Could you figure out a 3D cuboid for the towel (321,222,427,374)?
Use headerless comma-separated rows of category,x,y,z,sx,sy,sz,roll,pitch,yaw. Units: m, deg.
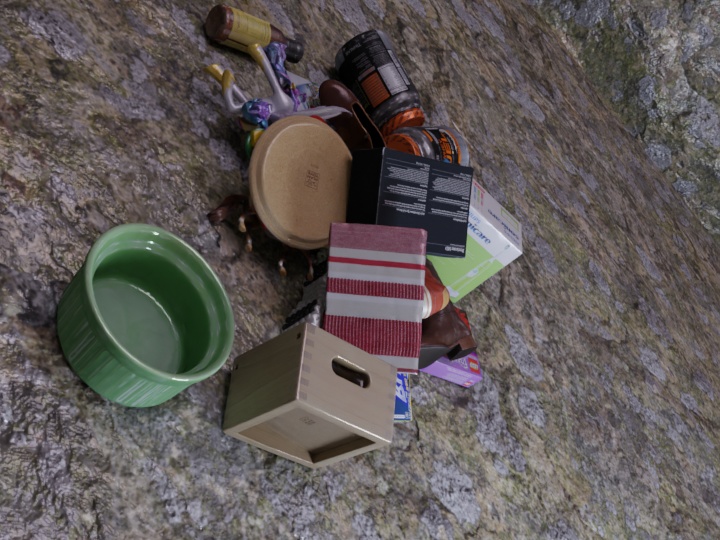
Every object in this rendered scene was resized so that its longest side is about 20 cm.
towel,0.019,0.038,1.254,0.140,0.023,0.206,5,84,-7

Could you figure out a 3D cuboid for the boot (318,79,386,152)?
boot,-0.016,-0.251,1.500,0.200,0.067,0.192,-38,104,-89

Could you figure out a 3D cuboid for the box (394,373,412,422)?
box,0.028,0.119,1.301,0.070,0.063,0.205,16,67,-58

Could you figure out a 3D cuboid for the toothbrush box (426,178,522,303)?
toothbrush box,0.163,-0.044,1.563,0.145,0.199,0.087,37,36,-20

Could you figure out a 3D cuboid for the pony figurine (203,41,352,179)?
pony figurine,-0.132,-0.256,1.419,0.190,0.166,0.204,-24,94,-20

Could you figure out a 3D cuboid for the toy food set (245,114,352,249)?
toy food set,-0.082,-0.131,1.320,0.196,0.048,0.203,-2,88,-36

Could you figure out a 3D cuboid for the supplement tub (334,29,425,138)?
supplement tub,0.041,-0.359,1.765,0.121,0.122,0.203,-10,69,-54

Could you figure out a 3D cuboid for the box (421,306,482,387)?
box,0.118,0.107,1.515,0.198,0.039,0.139,23,44,-39

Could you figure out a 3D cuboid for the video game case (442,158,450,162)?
video game case,0.093,-0.116,1.567,0.018,0.143,0.200,41,26,-4

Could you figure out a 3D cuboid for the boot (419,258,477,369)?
boot,0.086,0.052,1.438,0.184,0.064,0.203,1,56,-51

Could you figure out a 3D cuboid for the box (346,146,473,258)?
box,0.076,-0.099,1.365,0.197,0.078,0.145,6,87,-41

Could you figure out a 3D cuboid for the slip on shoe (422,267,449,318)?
slip on shoe,0.072,0.013,1.389,0.060,0.076,0.200,-9,27,-25

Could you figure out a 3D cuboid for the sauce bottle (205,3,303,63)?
sauce bottle,-0.183,-0.412,1.587,0.198,0.066,0.067,10,52,-51

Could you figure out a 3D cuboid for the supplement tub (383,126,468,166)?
supplement tub,0.118,-0.216,1.733,0.198,0.122,0.124,-15,72,-55

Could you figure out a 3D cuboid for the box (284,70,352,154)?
box,-0.073,-0.249,1.598,0.135,0.037,0.204,16,49,-44

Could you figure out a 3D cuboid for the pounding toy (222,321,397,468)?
pounding toy,-0.054,0.157,1.146,0.198,0.182,0.145,29,52,-32

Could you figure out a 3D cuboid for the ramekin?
ramekin,-0.252,0.057,1.037,0.198,0.097,0.203,33,38,-29

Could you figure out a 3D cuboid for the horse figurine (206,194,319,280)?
horse figurine,-0.132,-0.059,1.336,0.198,0.050,0.134,34,30,-22

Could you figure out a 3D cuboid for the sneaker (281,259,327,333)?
sneaker,-0.056,0.066,1.309,0.082,0.074,0.201,51,32,-19
